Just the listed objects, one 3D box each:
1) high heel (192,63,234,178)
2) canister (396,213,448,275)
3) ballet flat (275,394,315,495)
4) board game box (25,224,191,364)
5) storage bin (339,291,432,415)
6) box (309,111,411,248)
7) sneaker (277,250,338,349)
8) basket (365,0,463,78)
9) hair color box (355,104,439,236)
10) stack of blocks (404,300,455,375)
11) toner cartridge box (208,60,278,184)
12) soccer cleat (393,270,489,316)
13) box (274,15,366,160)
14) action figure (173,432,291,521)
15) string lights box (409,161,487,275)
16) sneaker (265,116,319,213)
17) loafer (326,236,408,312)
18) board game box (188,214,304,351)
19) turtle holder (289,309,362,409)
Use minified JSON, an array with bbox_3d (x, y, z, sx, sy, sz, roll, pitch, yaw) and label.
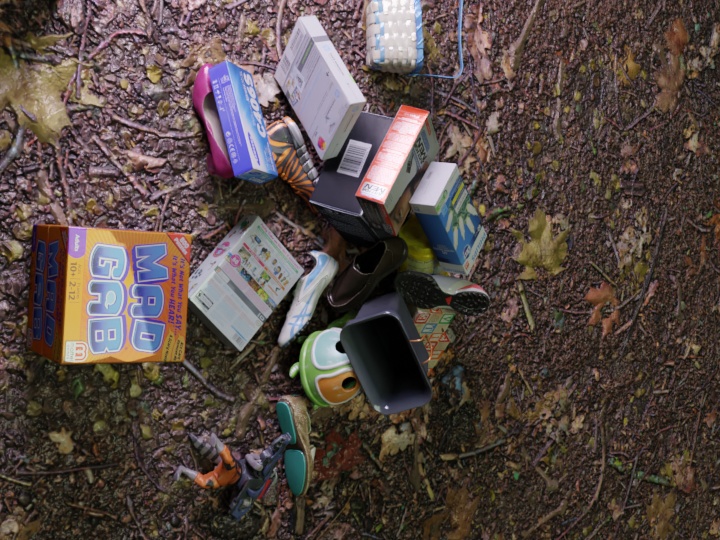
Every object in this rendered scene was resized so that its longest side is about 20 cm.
[{"bbox_3d":[-0.249,-0.266,1.562,0.066,0.095,0.204,-3,96,-34],"label":"high heel"},{"bbox_3d":[0.130,-0.014,1.799,0.149,0.086,0.202,-46,151,-40],"label":"canister"},{"bbox_3d":[-0.116,0.337,1.723,0.065,0.070,0.204,-19,108,-47],"label":"ballet flat"},{"bbox_3d":[-0.404,0.035,1.410,0.197,0.198,0.204,3,91,-35],"label":"board game box"},{"bbox_3d":[0.066,0.140,1.656,0.202,0.143,0.135,64,22,-20],"label":"storage bin"},{"bbox_3d":[0.021,-0.168,1.702,0.203,0.122,0.197,-67,152,-12],"label":"box"},{"bbox_3d":[-0.113,0.056,1.710,0.072,0.072,0.202,28,81,-3],"label":"sneaker"},{"bbox_3d":[0.109,-0.477,1.766,0.196,0.139,0.180,-1,95,-5],"label":"basket"},{"bbox_3d":[0.070,-0.179,1.584,0.202,0.063,0.111,-63,154,-19],"label":"hair color box"},{"bbox_3d":[0.120,0.133,1.800,0.113,0.059,0.202,1,135,-27],"label":"stack of blocks"},{"bbox_3d":[-0.207,-0.260,1.561,0.095,0.043,0.204,6,68,-68],"label":"toner cartridge box"},{"bbox_3d":[0.154,0.038,1.723,0.196,0.073,0.069,13,111,-12],"label":"soccer cleat"},{"bbox_3d":[-0.076,-0.329,1.594,0.041,0.156,0.202,-16,67,-32],"label":"box"},{"bbox_3d":[-0.219,0.350,1.629,0.192,0.105,0.201,33,99,-37],"label":"action figure"},{"bbox_3d":[0.167,-0.095,1.656,0.104,0.058,0.201,-60,140,-26],"label":"string lights box"},{"bbox_3d":[-0.144,-0.180,1.668,0.111,0.077,0.202,-31,117,-14],"label":"sneaker"},{"bbox_3d":[0.000,0.000,1.681,0.200,0.074,0.071,-44,145,20],"label":"loafer"},{"bbox_3d":[-0.218,0.021,1.627,0.201,0.064,0.148,-51,120,-20],"label":"board game box"},{"bbox_3d":[-0.039,0.176,1.713,0.185,0.130,0.143,-41,112,-57],"label":"turtle holder"}]
